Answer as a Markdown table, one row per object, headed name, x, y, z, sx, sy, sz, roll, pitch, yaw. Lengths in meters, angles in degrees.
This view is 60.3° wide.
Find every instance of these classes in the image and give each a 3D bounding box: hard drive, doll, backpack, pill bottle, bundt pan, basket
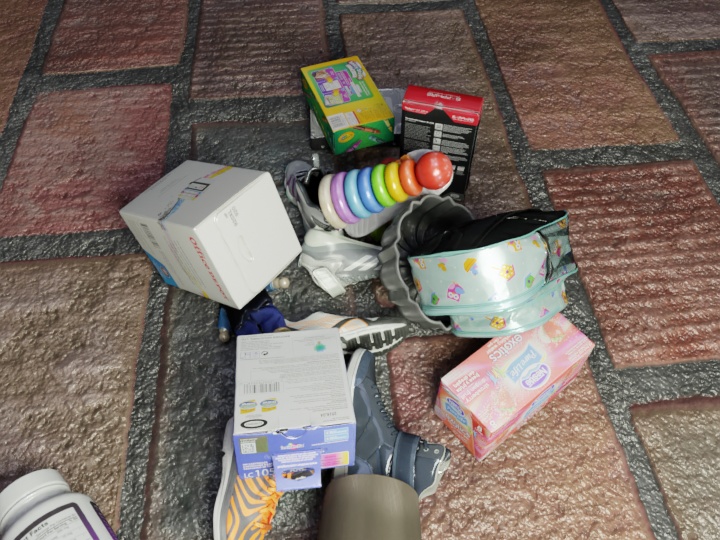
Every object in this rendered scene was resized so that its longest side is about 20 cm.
| name | x | y | z | sx | sy | sz | roll | pitch | yaw |
| --- | --- | --- | --- | --- | --- | --- | --- | --- | --- |
| hard drive | 0.000 | -0.298 | 1.210 | 0.199 | 0.038 | 0.140 | -2 | 53 | -2 |
| doll | -0.157 | 0.059 | 0.911 | 0.136 | 0.048 | 0.200 | -45 | 41 | -1 |
| backpack | 0.165 | 0.005 | 0.800 | 0.175 | 0.154 | 0.199 | -4 | 5 | 44 |
| pill bottle | -0.331 | 0.325 | 0.696 | 0.111 | 0.112 | 0.200 | -36 | 60 | -24 |
| bundt pan | 0.106 | -0.005 | 0.921 | 0.201 | 0.076 | 0.203 | 11 | 71 | -34 |
| basket | 0.006 | 0.336 | 0.662 | 0.135 | 0.181 | 0.201 | 21 | 45 | -15 |

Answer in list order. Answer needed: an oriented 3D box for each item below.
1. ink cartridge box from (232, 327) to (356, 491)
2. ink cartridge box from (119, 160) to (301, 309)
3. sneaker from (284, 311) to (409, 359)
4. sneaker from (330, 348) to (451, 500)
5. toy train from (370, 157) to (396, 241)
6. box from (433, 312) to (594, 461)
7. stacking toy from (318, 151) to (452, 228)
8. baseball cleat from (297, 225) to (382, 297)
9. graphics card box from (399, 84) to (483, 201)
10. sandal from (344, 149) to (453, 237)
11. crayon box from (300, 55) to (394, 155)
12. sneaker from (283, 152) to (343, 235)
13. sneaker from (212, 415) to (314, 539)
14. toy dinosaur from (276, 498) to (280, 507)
| name | x | y | z | sx | sy | sz | roll | pitch | yaw |
| --- | --- | --- | --- | --- | --- | --- | --- | --- | --- |
| ink cartridge box | -0.080 | 0.161 | 0.731 | 0.135 | 0.077 | 0.200 | -4 | 32 | -7 |
| ink cartridge box | -0.219 | -0.059 | 0.921 | 0.199 | 0.148 | 0.145 | 15 | 49 | 39 |
| sneaker | -0.028 | 0.087 | 0.898 | 0.199 | 0.074 | 0.080 | -9 | 51 | -7 |
| sneaker | 0.045 | 0.200 | 0.801 | 0.145 | 0.077 | 0.204 | -2 | 62 | 13 |
| toy train | 0.061 | -0.086 | 1.028 | 0.115 | 0.085 | 0.200 | -33 | 59 | -10 |
| box | 0.205 | 0.146 | 0.836 | 0.199 | 0.103 | 0.095 | -32 | 59 | -23 |
| stacking toy | 0.041 | -0.123 | 0.911 | 0.199 | 0.085 | 0.086 | -12 | 48 | 26 |
| baseball cleat | 0.000 | 0.000 | 0.977 | 0.199 | 0.070 | 0.107 | 18 | 87 | -2 |
| graphics card box | 0.130 | -0.209 | 1.040 | 0.125 | 0.201 | 0.051 | 12 | 54 | 10 |
| sandal | 0.058 | -0.121 | 0.976 | 0.059 | 0.206 | 0.080 | -13 | 77 | -58 |
| crayon box | -0.027 | -0.313 | 1.161 | 0.118 | 0.058 | 0.201 | -16 | 55 | -12 |
| sneaker | -0.079 | -0.149 | 1.032 | 0.077 | 0.140 | 0.201 | -21 | 56 | -14 |
| sneaker | -0.108 | 0.266 | 0.737 | 0.111 | 0.078 | 0.201 | -6 | 67 | 10 |
| toy dinosaur | -0.104 | 0.202 | 0.832 | 0.088 | 0.048 | 0.201 | 21 | 59 | 7 |
